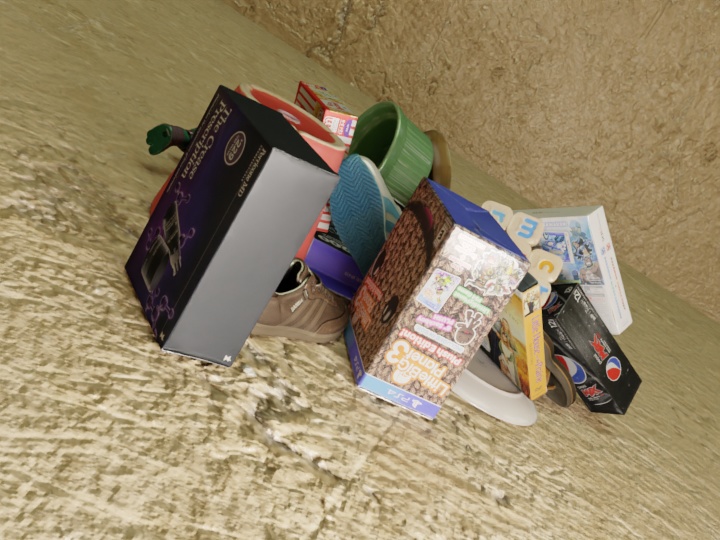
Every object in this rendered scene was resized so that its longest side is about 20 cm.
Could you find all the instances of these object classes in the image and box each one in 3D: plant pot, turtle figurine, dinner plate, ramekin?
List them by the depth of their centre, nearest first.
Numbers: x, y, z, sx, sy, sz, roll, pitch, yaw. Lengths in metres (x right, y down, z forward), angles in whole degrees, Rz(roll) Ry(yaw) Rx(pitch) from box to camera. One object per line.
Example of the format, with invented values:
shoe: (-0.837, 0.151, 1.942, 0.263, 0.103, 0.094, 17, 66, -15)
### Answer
plant pot: (-0.120, -0.104, 1.012, 0.199, 0.179, 0.201, 29, 16, -9)
dinner plate: (0.150, 0.127, 1.131, 0.199, 0.024, 0.200, 31, 16, -10)
turtle figurine: (-0.192, -0.157, 1.187, 0.149, 0.101, 0.199, 38, 23, 18)
ramekin: (0.034, -0.178, 1.495, 0.097, 0.201, 0.200, 31, 15, -28)
plant pot: (0.104, -0.151, 1.553, 0.027, 0.202, 0.200, 5, 26, -21)

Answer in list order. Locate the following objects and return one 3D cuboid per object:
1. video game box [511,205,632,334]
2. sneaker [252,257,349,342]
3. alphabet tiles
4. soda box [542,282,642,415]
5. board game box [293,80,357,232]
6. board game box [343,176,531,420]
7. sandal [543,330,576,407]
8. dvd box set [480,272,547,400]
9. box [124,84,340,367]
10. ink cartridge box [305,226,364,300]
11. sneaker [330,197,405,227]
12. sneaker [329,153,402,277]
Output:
video game box: (0.289, -0.001, 1.294, 0.047, 0.184, 0.199, -32, 21, -33)
sneaker: (-0.062, 0.027, 0.922, 0.070, 0.076, 0.199, 40, 18, 27)
alphabet tiles: (0.177, 0.000, 1.237, 0.194, 0.202, 0.015, 23, -15, 24)
soda box: (0.318, 0.114, 1.240, 0.063, 0.071, 0.201, -6, -52, 54)
board game box: (-0.063, -0.157, 1.169, 0.046, 0.153, 0.200, 10, 18, -17)
board game box: (0.073, 0.026, 0.952, 0.096, 0.201, 0.160, 25, 17, -18)
sandal: (0.233, 0.126, 1.164, 0.082, 0.055, 0.201, 42, -10, 40)
dvd box set: (0.172, 0.050, 1.079, 0.146, 0.029, 0.201, 49, -19, 42)
box: (-0.121, -0.040, 0.778, 0.078, 0.201, 0.141, 18, 20, -40)
ink cartridge box: (0.000, 0.000, 1.150, 0.196, 0.044, 0.200, 26, 13, -23)
sneaker: (0.014, -0.092, 1.231, 0.198, 0.075, 0.082, 26, -27, 16)
sneaker: (0.025, -0.050, 1.070, 0.081, 0.076, 0.202, -48, 120, -54)
